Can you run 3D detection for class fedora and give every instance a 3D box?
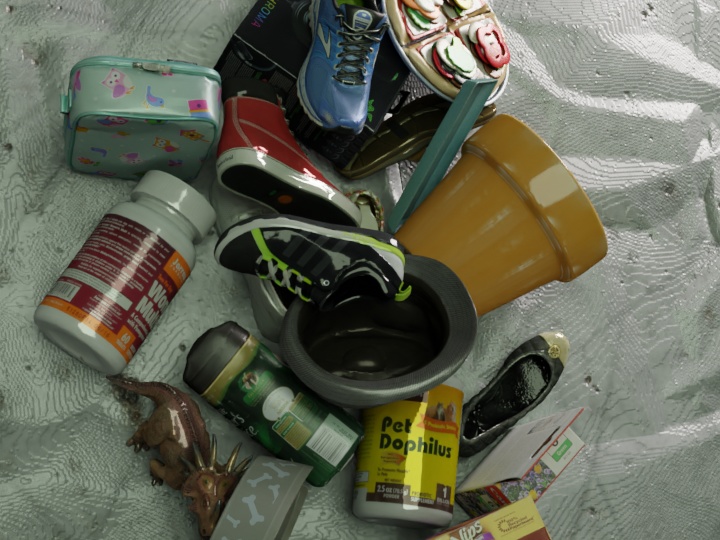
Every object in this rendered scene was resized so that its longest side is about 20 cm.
[{"bbox_3d":[0.017,0.077,1.378,0.200,0.090,0.177,-19,56,-15],"label":"fedora"}]

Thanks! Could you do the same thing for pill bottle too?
[{"bbox_3d":[0.054,0.173,1.446,0.109,0.109,0.200,11,74,-15],"label":"pill bottle"},{"bbox_3d":[-0.241,0.000,1.394,0.109,0.110,0.200,35,69,-7],"label":"pill bottle"}]

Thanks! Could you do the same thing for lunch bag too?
[{"bbox_3d":[-0.232,-0.157,1.386,0.160,0.200,0.077,6,73,-14],"label":"lunch bag"}]

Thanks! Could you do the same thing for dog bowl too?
[{"bbox_3d":[-0.112,0.275,1.329,0.059,0.200,0.200,24,70,6],"label":"dog bowl"}]

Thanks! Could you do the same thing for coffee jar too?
[{"bbox_3d":[-0.096,0.137,1.409,0.200,0.104,0.085,40,83,-5],"label":"coffee jar"}]

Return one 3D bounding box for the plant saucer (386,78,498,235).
[{"bbox_3d":[0.089,-0.130,1.497,0.019,0.200,0.070,36,23,15],"label":"plant saucer"}]

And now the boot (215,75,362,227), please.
[{"bbox_3d":[-0.073,-0.126,1.436,0.200,0.072,0.144,32,44,-41],"label":"boot"}]

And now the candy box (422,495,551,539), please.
[{"bbox_3d":[0.103,0.292,1.384,0.117,0.200,0.057,-20,80,-20],"label":"candy box"}]

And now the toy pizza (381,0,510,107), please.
[{"bbox_3d":[0.105,-0.281,1.529,0.200,0.032,0.201,21,56,-35],"label":"toy pizza"}]

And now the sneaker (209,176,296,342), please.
[{"bbox_3d":[-0.100,-0.029,1.444,0.074,0.116,0.200,-21,83,-19],"label":"sneaker"}]

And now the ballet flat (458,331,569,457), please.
[{"bbox_3d":[0.174,0.142,1.520,0.200,0.057,0.066,-43,93,-22],"label":"ballet flat"}]

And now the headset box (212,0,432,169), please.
[{"bbox_3d":[-0.037,-0.239,1.509,0.200,0.093,0.174,35,56,-7],"label":"headset box"}]

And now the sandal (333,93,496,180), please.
[{"bbox_3d":[0.064,-0.151,1.554,0.200,0.054,0.080,-27,43,-7],"label":"sandal"}]

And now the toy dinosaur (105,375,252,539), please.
[{"bbox_3d":[-0.177,0.173,1.358,0.086,0.136,0.200,-30,87,-22],"label":"toy dinosaur"}]

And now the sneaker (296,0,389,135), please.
[{"bbox_3d":[-0.017,-0.235,1.406,0.078,0.089,0.200,9,64,-21],"label":"sneaker"}]

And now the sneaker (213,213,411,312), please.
[{"bbox_3d":[-0.048,-0.002,1.333,0.200,0.072,0.083,3,54,-1],"label":"sneaker"}]

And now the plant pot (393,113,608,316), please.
[{"bbox_3d":[0.142,-0.041,1.495,0.183,0.200,0.200,-37,90,-6],"label":"plant pot"}]

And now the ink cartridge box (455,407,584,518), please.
[{"bbox_3d":[0.179,0.210,1.427,0.050,0.200,0.109,47,68,-2],"label":"ink cartridge box"}]

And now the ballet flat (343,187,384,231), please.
[{"bbox_3d":[0.000,0.000,1.496,0.076,0.064,0.200,-3,78,-20],"label":"ballet flat"}]
